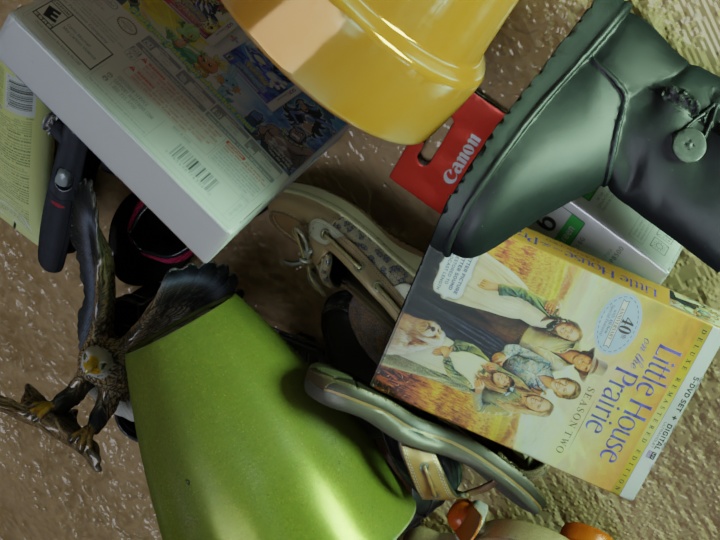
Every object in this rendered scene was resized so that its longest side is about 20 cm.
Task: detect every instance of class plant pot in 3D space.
[{"bbox_3d":[-0.086,0.128,0.986,0.186,0.187,0.202,-24,96,39],"label":"plant pot"},{"bbox_3d":[0.032,-0.210,0.792,0.200,0.200,0.183,46,115,-3],"label":"plant pot"}]

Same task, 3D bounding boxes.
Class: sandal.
[{"bbox_3d":[-0.147,-0.042,1.083,0.199,0.045,0.076,-28,96,39],"label":"sandal"},{"bbox_3d":[0.041,0.129,0.951,0.199,0.055,0.082,29,178,-22],"label":"sandal"}]

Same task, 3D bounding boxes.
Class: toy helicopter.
[{"bbox_3d":[0.097,0.223,1.079,0.132,0.080,0.199,40,152,-27],"label":"toy helicopter"}]

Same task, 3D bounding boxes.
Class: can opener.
[{"bbox_3d":[-0.235,-0.069,1.111,0.078,0.063,0.201,36,130,5],"label":"can opener"}]

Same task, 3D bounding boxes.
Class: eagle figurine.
[{"bbox_3d":[-0.193,0.051,1.074,0.151,0.202,0.151,26,-178,-34],"label":"eagle figurine"}]

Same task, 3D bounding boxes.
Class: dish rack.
[{"bbox_3d":[-0.116,0.100,1.153,0.198,0.055,0.155,19,128,19],"label":"dish rack"}]

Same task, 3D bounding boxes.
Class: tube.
[{"bbox_3d":[-0.283,-0.108,1.131,0.051,0.058,0.201,0,135,-19],"label":"tube"}]

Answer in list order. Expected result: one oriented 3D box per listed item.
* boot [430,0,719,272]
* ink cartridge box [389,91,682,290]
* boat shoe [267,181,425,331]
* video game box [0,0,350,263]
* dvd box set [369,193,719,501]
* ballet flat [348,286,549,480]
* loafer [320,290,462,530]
[{"bbox_3d":[0.160,-0.050,0.820,0.168,0.201,0.076,38,173,7],"label":"boot"},{"bbox_3d":[0.111,-0.033,0.933,0.199,0.050,0.109,36,131,6],"label":"ink cartridge box"},{"bbox_3d":[0.000,0.000,0.985,0.199,0.063,0.073,32,166,29],"label":"boat shoe"},{"bbox_3d":[-0.120,-0.128,0.927,0.200,0.182,0.047,45,135,-1],"label":"video game box"},{"bbox_3d":[0.121,0.054,0.899,0.198,0.029,0.148,24,117,1],"label":"dvd box set"},{"bbox_3d":[0.074,0.082,1.013,0.200,0.068,0.067,41,176,-7],"label":"ballet flat"},{"bbox_3d":[0.018,0.112,1.067,0.072,0.072,0.202,-15,109,38],"label":"loafer"}]
